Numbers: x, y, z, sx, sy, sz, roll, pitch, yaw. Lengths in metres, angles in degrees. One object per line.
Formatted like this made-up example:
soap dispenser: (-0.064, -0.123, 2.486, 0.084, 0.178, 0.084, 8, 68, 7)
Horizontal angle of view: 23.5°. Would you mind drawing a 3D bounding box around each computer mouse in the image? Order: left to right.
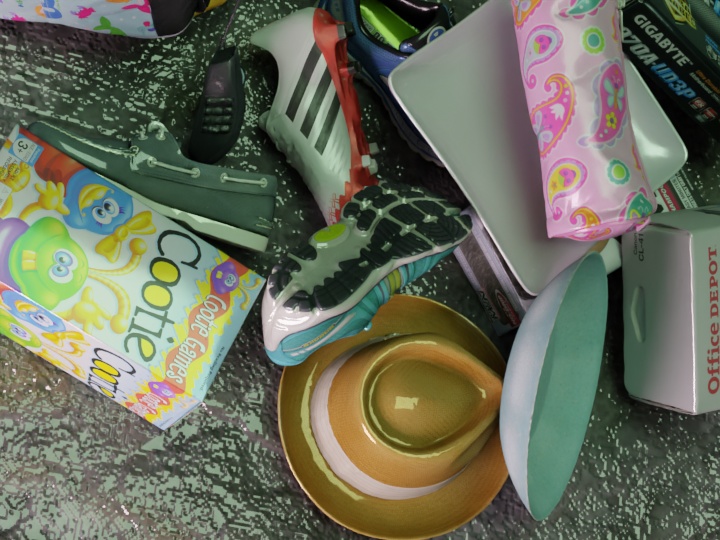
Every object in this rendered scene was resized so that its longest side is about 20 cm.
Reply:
computer mouse: (-0.087, -0.171, 1.265, 0.034, 0.059, 0.202, 16, 106, -1)

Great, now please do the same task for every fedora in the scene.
fedora: (0.041, 0.100, 1.267, 0.198, 0.082, 0.203, 6, 73, -21)

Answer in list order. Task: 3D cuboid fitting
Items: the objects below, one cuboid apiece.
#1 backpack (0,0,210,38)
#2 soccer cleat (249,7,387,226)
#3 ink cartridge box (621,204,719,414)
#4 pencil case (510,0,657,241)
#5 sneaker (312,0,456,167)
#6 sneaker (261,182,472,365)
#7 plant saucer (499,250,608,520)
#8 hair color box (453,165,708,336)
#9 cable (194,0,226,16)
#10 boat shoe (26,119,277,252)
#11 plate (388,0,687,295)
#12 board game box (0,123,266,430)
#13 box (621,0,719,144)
backpack: (-0.207, -0.264, 1.223, 0.198, 0.151, 0.179, 4, 63, 11)
soccer cleat: (-0.033, -0.096, 1.309, 0.084, 0.069, 0.202, -9, 96, 14)
ink cartridge box: (0.309, 0.023, 1.368, 0.198, 0.085, 0.149, -10, 102, -32)
pencil case: (0.164, -0.123, 1.270, 0.087, 0.087, 0.202, -6, 84, -24)
sneaker: (0.051, -0.154, 1.342, 0.199, 0.089, 0.079, 39, 65, -8)
sneaker: (0.000, 0.000, 1.246, 0.077, 0.080, 0.199, 40, 50, 25)
plant saucer: (0.138, 0.081, 1.277, 0.038, 0.201, 0.203, 12, 66, 19)
hair color box: (0.172, -0.040, 1.376, 0.199, 0.061, 0.100, -28, 87, -26)
cable: (-0.078, -0.241, 1.326, 0.198, 0.051, 0.098, -12, 46, -19)
boat shoe: (-0.148, -0.073, 1.240, 0.198, 0.073, 0.062, 23, 86, -23)
plate: (0.134, -0.113, 1.319, 0.199, 0.032, 0.201, -39, 99, -28)
board game box: (-0.184, 0.008, 1.190, 0.199, 0.103, 0.106, 32, 66, -11)
box: (0.269, -0.205, 1.411, 0.199, 0.046, 0.160, 37, 42, -30)
